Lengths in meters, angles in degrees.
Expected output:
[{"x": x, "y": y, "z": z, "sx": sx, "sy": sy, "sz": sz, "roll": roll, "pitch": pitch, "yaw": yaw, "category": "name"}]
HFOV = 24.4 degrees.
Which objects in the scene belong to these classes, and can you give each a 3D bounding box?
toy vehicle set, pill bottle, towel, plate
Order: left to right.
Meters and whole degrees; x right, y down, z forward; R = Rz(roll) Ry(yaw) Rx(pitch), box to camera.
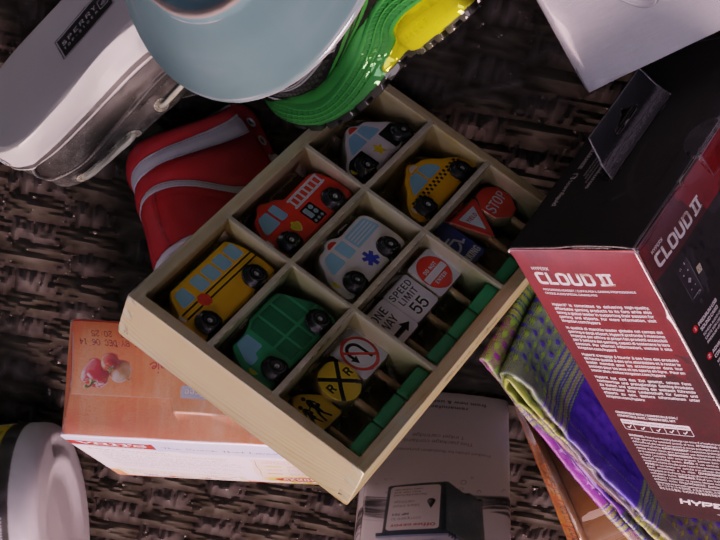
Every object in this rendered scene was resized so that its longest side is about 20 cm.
[{"x": -0.261, "y": 0.148, "z": 0.932, "sx": 0.199, "sy": 0.112, "sz": 0.112, "roll": -6, "pitch": 124, "yaw": 7, "category": "pill bottle"}, {"x": -0.054, "y": -0.169, "z": 0.672, "sx": 0.025, "sy": 0.200, "sz": 0.201, "roll": -1, "pitch": 134, "yaw": -42, "category": "plate"}, {"x": 0.000, "y": 0.000, "z": 0.750, "sx": 0.124, "sy": 0.200, "sz": 0.027, "roll": 35, "pitch": 138, "yaw": 9, "category": "toy vehicle set"}, {"x": 0.155, "y": 0.062, "z": 0.851, "sx": 0.200, "sy": 0.144, "sz": 0.023, "roll": 47, "pitch": 149, "yaw": -22, "category": "towel"}]

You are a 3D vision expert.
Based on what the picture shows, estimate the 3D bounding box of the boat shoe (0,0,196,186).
[{"x": -0.094, "y": -0.116, "z": 0.781, "sx": 0.200, "sy": 0.071, "sz": 0.064, "roll": -39, "pitch": 142, "yaw": 18, "category": "boat shoe"}]

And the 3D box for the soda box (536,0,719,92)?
[{"x": 0.173, "y": -0.160, "z": 0.737, "sx": 0.199, "sy": 0.064, "sz": 0.068, "roll": -24, "pitch": 119, "yaw": 17, "category": "soda box"}]

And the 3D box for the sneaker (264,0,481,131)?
[{"x": -0.005, "y": -0.129, "z": 0.728, "sx": 0.085, "sy": 0.078, "sz": 0.200, "roll": 37, "pitch": 151, "yaw": -10, "category": "sneaker"}]

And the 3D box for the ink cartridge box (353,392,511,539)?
[{"x": 0.035, "y": 0.183, "z": 0.891, "sx": 0.085, "sy": 0.200, "sz": 0.147, "roll": 3, "pitch": 125, "yaw": 0, "category": "ink cartridge box"}]

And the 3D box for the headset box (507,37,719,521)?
[{"x": 0.165, "y": -0.001, "z": 0.786, "sx": 0.077, "sy": 0.149, "sz": 0.200, "roll": 0, "pitch": 134, "yaw": 46, "category": "headset box"}]

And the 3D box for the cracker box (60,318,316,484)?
[{"x": -0.067, "y": 0.070, "z": 0.835, "sx": 0.133, "sy": 0.058, "sz": 0.200, "roll": 3, "pitch": 169, "yaw": 0, "category": "cracker box"}]

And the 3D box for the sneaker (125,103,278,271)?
[{"x": -0.034, "y": -0.017, "z": 0.849, "sx": 0.199, "sy": 0.113, "sz": 0.071, "roll": 17, "pitch": 128, "yaw": -46, "category": "sneaker"}]

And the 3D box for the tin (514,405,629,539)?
[{"x": 0.135, "y": 0.149, "z": 0.917, "sx": 0.042, "sy": 0.112, "sz": 0.201, "roll": -21, "pitch": 122, "yaw": 4, "category": "tin"}]
